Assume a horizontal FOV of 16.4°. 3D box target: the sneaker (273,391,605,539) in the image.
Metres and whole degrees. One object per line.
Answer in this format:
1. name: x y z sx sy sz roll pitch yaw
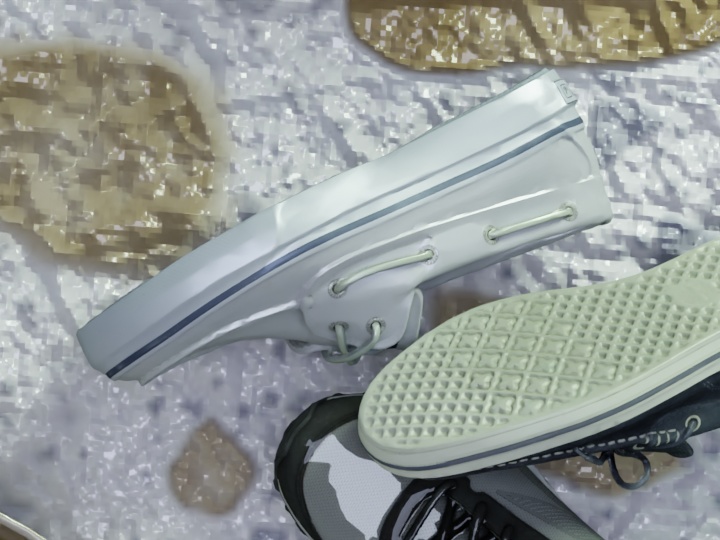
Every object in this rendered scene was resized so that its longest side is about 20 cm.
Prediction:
1. sneaker: 0.059 0.109 0.879 0.199 0.079 0.074 35 87 -2

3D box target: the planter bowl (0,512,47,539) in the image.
1. planter bowl: -0.173 0.167 0.816 0.198 0.135 0.202 1 88 -18

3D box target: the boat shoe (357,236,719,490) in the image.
1. boat shoe: 0.094 0.039 0.879 0.199 0.075 0.063 -18 128 -18

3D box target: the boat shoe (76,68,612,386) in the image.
1. boat shoe: 0.000 0.000 0.878 0.199 0.074 0.067 -28 89 -6
